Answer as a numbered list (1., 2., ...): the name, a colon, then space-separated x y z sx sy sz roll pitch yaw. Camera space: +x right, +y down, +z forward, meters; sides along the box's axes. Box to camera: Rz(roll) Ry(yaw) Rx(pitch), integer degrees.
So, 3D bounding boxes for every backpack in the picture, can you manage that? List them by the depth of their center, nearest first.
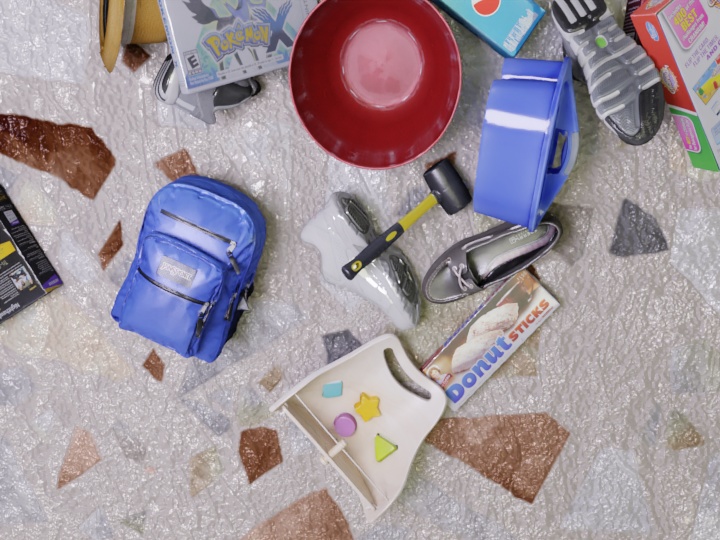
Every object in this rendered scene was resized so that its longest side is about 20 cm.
1. backpack: -0.201 -0.006 0.930 0.159 0.168 0.204 23 99 -8

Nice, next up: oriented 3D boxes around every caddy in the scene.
1. caddy: 0.197 -0.144 0.863 0.102 0.142 0.204 14 129 16

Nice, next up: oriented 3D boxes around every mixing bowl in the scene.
1. mixing bowl: 0.020 -0.233 0.883 0.194 0.109 0.205 2 114 5

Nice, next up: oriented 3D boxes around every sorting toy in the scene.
1. sorting toy: 0.013 0.182 0.987 0.179 0.107 0.201 -41 97 7

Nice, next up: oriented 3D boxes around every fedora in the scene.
1. fedora: -0.254 -0.323 0.869 0.080 0.200 0.206 3 104 -24

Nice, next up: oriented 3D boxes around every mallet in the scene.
1. mallet: 0.060 -0.049 0.922 0.066 0.041 0.200 46 72 -11

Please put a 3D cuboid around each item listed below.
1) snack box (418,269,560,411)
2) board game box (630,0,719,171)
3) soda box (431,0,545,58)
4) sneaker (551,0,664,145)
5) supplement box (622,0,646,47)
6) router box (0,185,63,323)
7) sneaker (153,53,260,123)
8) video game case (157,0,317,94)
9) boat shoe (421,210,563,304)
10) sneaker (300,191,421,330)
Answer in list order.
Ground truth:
1. snack box: 0.166 0.089 0.991 0.072 0.024 0.200 41 102 -4
2. board game box: 0.397 -0.238 0.828 0.152 0.040 0.202 -39 115 -9
3. soda box: 0.117 -0.333 0.883 0.198 0.068 0.065 37 103 -4
4. sneaker: 0.284 -0.221 0.864 0.074 0.115 0.204 -23 72 11
5. supplement box: 0.367 -0.310 0.872 0.106 0.061 0.206 5 103 2
6. router box: -0.527 0.004 1.012 0.197 0.052 0.160 -29 99 10
7. sneaker: -0.160 -0.272 0.919 0.114 0.075 0.203 29 87 -31
8. video game case: -0.136 -0.316 0.855 0.197 0.022 0.187 -25 114 -31
9. boat shoe: 0.163 -0.016 0.953 0.197 0.057 0.068 -29 99 10
10. sneaker: 0.000 0.000 0.970 0.098 0.078 0.202 -31 101 30
